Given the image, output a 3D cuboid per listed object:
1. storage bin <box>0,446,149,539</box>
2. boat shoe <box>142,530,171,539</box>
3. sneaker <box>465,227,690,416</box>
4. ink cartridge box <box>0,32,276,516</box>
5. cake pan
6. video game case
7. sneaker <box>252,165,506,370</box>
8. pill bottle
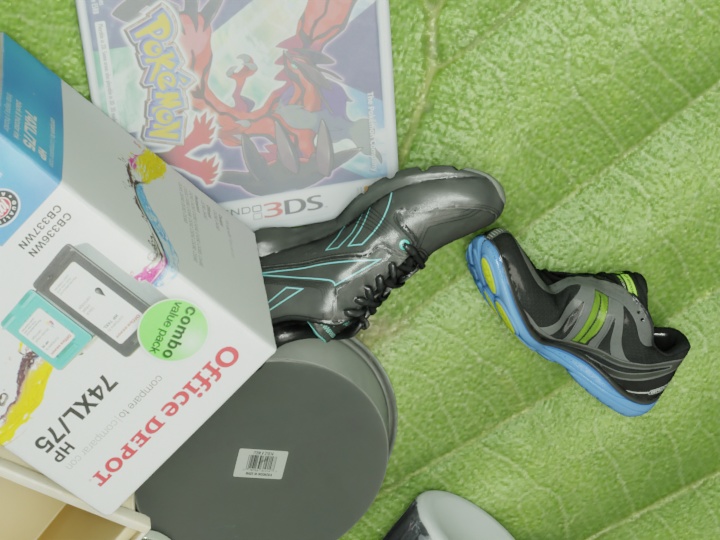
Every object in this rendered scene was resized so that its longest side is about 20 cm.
[{"bbox_3d":[-0.269,0.153,1.167,0.200,0.094,0.199,26,120,-26],"label":"storage bin"},{"bbox_3d":[-0.192,0.252,1.270,0.072,0.061,0.201,32,119,-25],"label":"boat shoe"},{"bbox_3d":[0.143,0.022,1.232,0.199,0.071,0.083,34,103,-34],"label":"sneaker"},{"bbox_3d":[-0.171,0.002,1.054,0.200,0.146,0.147,39,105,-25],"label":"ink cartridge box"},{"bbox_3d":[-0.069,0.121,1.253,0.199,0.037,0.201,-6,122,-10],"label":"cake pan"},{"bbox_3d":[-0.070,-0.110,1.119,0.181,0.023,0.201,-10,123,-8],"label":"video game case"},{"bbox_3d":[0.000,0.000,1.152,0.199,0.080,0.075,-22,153,13],"label":"sneaker"},{"bbox_3d":[0.025,0.259,1.321,0.106,0.106,0.200,28,111,-27],"label":"pill bottle"}]
